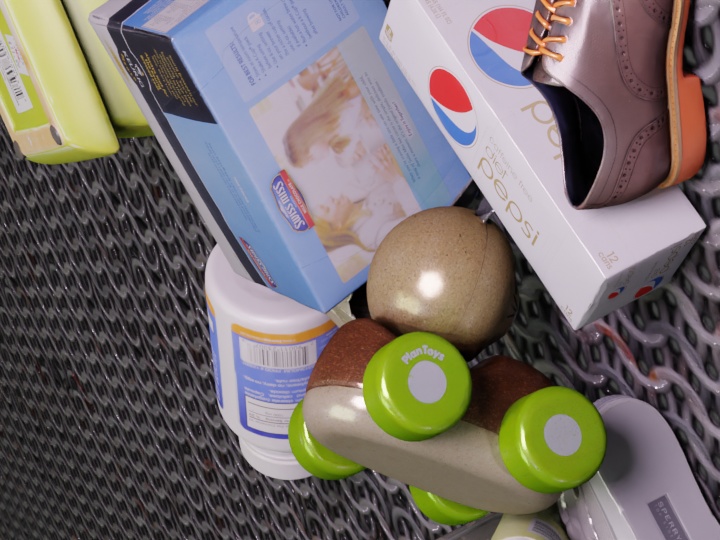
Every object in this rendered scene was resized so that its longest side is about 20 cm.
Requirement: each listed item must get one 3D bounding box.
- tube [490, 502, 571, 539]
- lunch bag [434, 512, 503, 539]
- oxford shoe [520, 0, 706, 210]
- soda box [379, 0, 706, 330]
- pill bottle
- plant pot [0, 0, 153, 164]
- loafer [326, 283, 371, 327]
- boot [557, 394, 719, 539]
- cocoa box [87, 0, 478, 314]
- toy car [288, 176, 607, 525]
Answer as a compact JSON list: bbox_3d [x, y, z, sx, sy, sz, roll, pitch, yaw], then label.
[{"bbox_3d":[0.108,0.167,1.173,0.200,0.051,0.059,-26,-49,-77],"label":"tube"},{"bbox_3d":[0.044,0.271,1.317,0.140,0.199,0.168,59,157,15],"label":"lunch bag"},{"bbox_3d":[0.111,-0.122,0.902,0.071,0.072,0.201,27,137,59],"label":"oxford shoe"},{"bbox_3d":[0.091,-0.075,1.006,0.201,0.068,0.064,57,158,19],"label":"soda box"},{"bbox_3d":[-0.056,0.064,1.447,0.112,0.111,0.201,49,154,35],"label":"pill bottle"},{"bbox_3d":[-0.176,-0.182,1.366,0.199,0.181,0.201,2,116,66],"label":"plant pot"},{"bbox_3d":[0.000,0.000,1.307,0.200,0.075,0.068,48,153,16],"label":"loafer"},{"bbox_3d":[0.172,0.172,1.105,0.096,0.073,0.202,124,127,-73],"label":"boot"},{"bbox_3d":[-0.045,-0.099,1.167,0.131,0.133,0.201,21,145,58],"label":"cocoa box"},{"bbox_3d":[0.062,0.025,1.093,0.157,0.202,0.164,21,159,-14],"label":"toy car"}]
